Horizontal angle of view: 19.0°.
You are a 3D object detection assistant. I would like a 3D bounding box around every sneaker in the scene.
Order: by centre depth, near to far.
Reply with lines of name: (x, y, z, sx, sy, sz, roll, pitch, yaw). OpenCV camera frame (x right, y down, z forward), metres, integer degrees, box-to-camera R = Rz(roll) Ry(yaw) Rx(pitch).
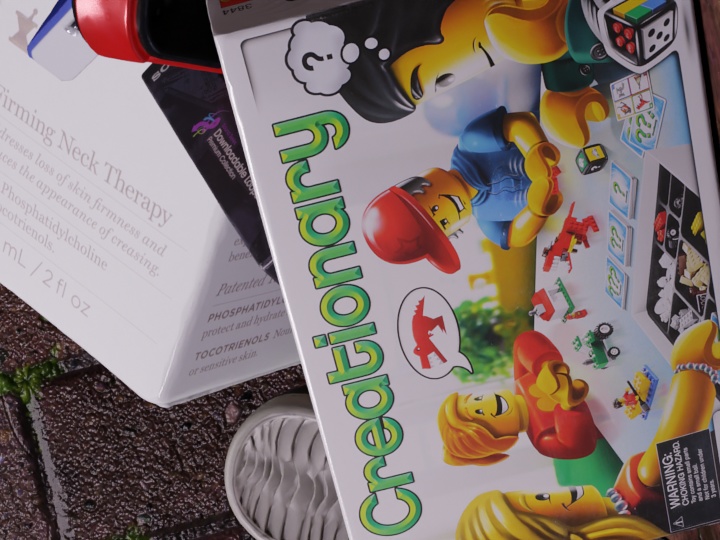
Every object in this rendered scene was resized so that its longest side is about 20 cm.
sneaker: (0.059, 0.085, 0.740, 0.075, 0.199, 0.106, -63, -7, 21)

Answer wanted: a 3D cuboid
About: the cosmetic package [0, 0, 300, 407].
cosmetic package: (-0.071, -0.074, 1.036, 0.167, 0.166, 0.201, 34, 118, 28)

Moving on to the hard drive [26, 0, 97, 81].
hard drive: (-0.060, -0.175, 0.874, 0.025, 0.201, 0.132, 35, 162, -13)

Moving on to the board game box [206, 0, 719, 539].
board game box: (0.040, -0.001, 0.614, 0.035, 0.125, 0.201, -105, 0, -59)

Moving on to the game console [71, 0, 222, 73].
game console: (-0.032, -0.169, 0.792, 0.177, 0.031, 0.201, -6, -64, -69)

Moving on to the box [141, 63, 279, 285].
box: (0.000, 0.000, 0.890, 0.200, 0.036, 0.143, 45, -173, -42)
